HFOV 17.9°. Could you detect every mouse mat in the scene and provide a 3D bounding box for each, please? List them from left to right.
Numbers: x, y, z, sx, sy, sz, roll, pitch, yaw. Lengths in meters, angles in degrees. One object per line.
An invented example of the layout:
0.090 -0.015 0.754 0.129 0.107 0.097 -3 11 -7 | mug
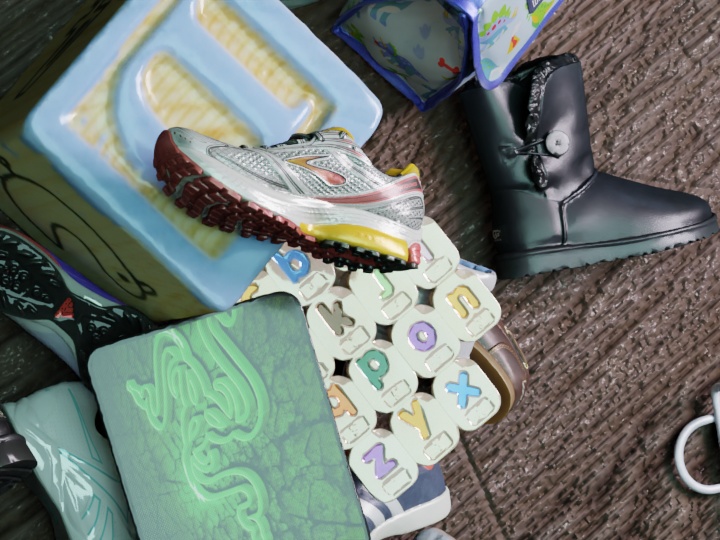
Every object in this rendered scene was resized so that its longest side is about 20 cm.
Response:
-0.091 0.128 1.600 0.161 0.008 0.200 -17 90 -16 | mouse mat

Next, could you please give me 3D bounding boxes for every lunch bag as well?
0.092 -0.226 1.710 0.127 0.200 0.170 40 72 -6 | lunch bag

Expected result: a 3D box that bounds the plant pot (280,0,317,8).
-0.047 -0.304 1.698 0.200 0.134 0.201 2 85 -23 | plant pot

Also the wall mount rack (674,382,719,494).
0.362 0.165 1.870 0.200 0.075 0.174 -11 91 -23 | wall mount rack

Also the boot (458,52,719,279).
0.183 -0.090 1.810 0.200 0.076 0.168 -10 94 -17 | boot

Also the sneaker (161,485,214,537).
-0.109 0.152 1.634 0.083 0.071 0.200 28 75 -62 | sneaker

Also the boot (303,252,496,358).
0.000 0.000 1.697 0.200 0.074 0.096 22 100 -1 | boot

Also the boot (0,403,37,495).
-0.333 0.115 1.570 0.211 0.079 0.158 -33 75 8 | boot

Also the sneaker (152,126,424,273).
-0.046 -0.059 1.503 0.200 0.078 0.082 18 75 -31 | sneaker

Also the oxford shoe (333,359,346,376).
-0.067 0.132 1.690 0.071 0.073 0.200 25 77 -20 | oxford shoe

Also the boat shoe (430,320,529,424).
0.056 0.027 1.759 0.200 0.070 0.070 55 32 -5 | boat shoe

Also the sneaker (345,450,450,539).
-0.016 0.166 1.686 0.200 0.075 0.085 -22 105 -47 | sneaker

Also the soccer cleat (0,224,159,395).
-0.205 0.033 1.641 0.200 0.073 0.068 38 93 -18 | soccer cleat

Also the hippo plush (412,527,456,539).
0.006 0.296 1.695 0.161 0.159 0.200 -8 73 7 | hippo plush

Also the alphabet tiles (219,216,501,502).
0.000 0.057 1.637 0.200 0.015 0.196 -40 97 -10 | alphabet tiles

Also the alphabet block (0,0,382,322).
-0.138 -0.095 1.609 0.195 0.200 0.196 45 71 -13 | alphabet block

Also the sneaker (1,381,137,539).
-0.185 0.172 1.640 0.080 0.070 0.201 -26 96 -25 | sneaker
